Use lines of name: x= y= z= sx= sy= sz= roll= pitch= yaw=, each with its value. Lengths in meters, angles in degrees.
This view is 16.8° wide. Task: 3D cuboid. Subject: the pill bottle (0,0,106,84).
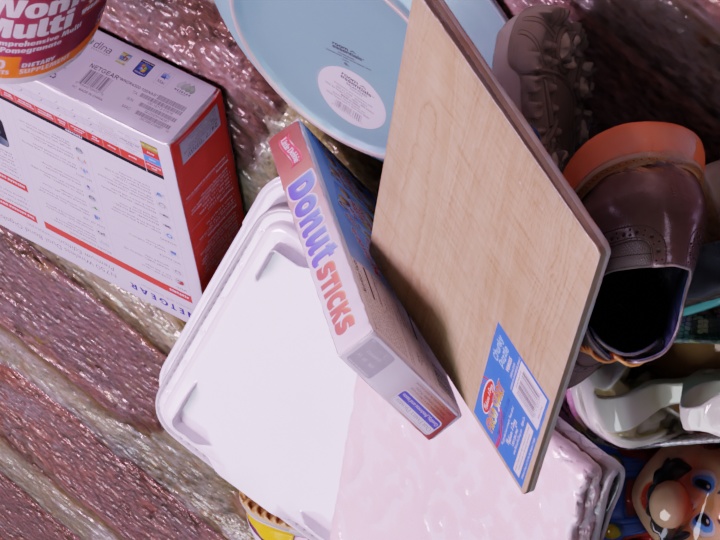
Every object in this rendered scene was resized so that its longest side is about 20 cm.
pill bottle: x=-0.165 y=-0.181 z=1.184 sx=0.109 sy=0.110 sz=0.200 roll=37 pitch=153 yaw=3

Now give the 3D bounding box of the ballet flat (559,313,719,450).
ballet flat: x=0.158 y=0.056 z=1.150 sx=0.200 sy=0.071 sz=0.069 roll=-6 pitch=107 yaw=37

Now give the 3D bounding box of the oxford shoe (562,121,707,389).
oxford shoe: x=0.101 y=0.015 z=1.074 sx=0.071 sy=0.073 sz=0.200 roll=1 pitch=151 yaw=-9

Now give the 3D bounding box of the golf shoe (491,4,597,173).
golf shoe: x=0.058 y=-0.050 z=1.128 sx=0.097 sy=0.078 sz=0.200 roll=14 pitch=146 yaw=14

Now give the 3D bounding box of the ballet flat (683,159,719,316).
ballet flat: x=0.177 y=-0.019 z=1.070 sx=0.073 sy=0.073 sz=0.200 roll=45 pitch=162 yaw=-13

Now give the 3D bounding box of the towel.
towel: x=0.052 y=0.129 z=1.261 sx=0.191 sy=0.032 sz=0.200 roll=42 pitch=132 yaw=42

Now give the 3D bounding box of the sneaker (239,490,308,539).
sneaker: x=0.010 y=0.192 z=1.580 sx=0.200 sy=0.075 sz=0.090 roll=31 pitch=152 yaw=33

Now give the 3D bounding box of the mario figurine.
mario figurine: x=0.130 y=0.110 z=1.249 sx=0.200 sy=0.106 sz=0.124 roll=1 pitch=132 yaw=34

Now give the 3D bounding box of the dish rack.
dish rack: x=-0.023 y=0.063 z=1.361 sx=0.171 sy=0.044 sz=0.200 roll=36 pitch=126 yaw=5

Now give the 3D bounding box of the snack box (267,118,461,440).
snack box: x=0.000 y=0.000 z=1.209 sx=0.072 sy=0.024 sz=0.200 roll=43 pitch=-165 yaw=-32

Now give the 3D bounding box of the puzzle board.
puzzle board: x=0.055 y=-0.010 z=1.075 sx=0.151 sy=0.017 sz=0.200 roll=57 pitch=158 yaw=27

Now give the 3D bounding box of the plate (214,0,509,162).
plate: x=-0.003 y=-0.110 z=1.188 sx=0.200 sy=0.026 sz=0.200 roll=28 pitch=150 yaw=18

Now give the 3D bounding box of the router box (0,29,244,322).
router box: x=-0.163 y=-0.071 z=1.414 sx=0.200 sy=0.049 sz=0.180 roll=27 pitch=151 yaw=22
